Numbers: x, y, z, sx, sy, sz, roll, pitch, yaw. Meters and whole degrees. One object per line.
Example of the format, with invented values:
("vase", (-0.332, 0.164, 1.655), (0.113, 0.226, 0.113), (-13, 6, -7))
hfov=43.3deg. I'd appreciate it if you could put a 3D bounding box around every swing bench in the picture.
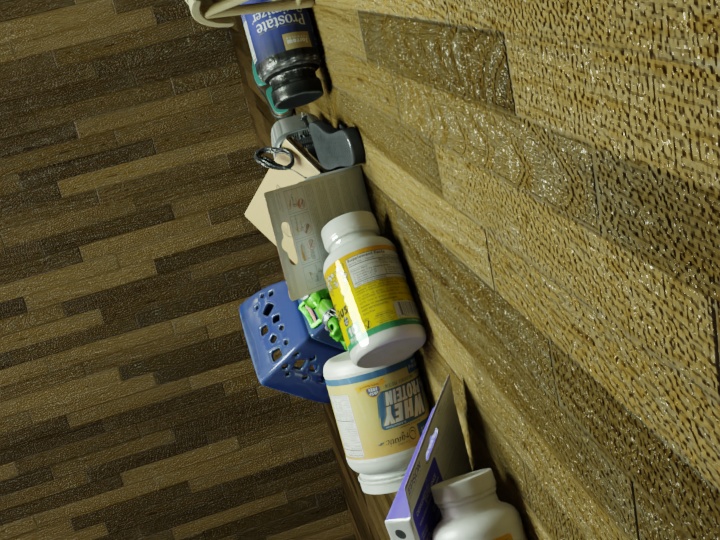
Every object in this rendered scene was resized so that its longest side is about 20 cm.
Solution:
("swing bench", (-0.185, -0.486, 1.346), (0.130, 0.197, 0.202), (131, 123, -80))

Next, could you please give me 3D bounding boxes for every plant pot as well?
("plant pot", (-0.099, 0.120, 1.802), (0.199, 0.180, 0.202), (23, -145, -43))

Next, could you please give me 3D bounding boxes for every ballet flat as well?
("ballet flat", (-0.200, -0.411, 2.060), (0.069, 0.067, 0.202), (72, 179, -65))

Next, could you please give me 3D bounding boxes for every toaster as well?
("toaster", (-0.100, -0.196, 1.621), (0.129, 0.112, 0.203), (-117, 12, -63))

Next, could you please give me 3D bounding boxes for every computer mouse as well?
("computer mouse", (-0.091, -0.144, 1.475), (0.199, 0.059, 0.034), (34, 161, 21))

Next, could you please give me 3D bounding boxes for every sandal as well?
("sandal", (-0.032, -0.196, 1.424), (0.200, 0.042, 0.077), (31, 138, 63))

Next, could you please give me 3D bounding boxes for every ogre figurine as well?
("ogre figurine", (-0.035, 0.069, 1.453), (0.120, 0.199, 0.099), (44, 118, 16))

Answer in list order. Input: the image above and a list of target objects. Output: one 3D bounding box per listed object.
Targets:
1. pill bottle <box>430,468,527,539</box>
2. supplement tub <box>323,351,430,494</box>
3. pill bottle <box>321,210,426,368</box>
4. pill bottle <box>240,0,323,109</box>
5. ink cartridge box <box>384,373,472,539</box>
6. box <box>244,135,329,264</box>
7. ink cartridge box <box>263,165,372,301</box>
("pill bottle", (0.140, 0.327, 0.996), (0.104, 0.103, 0.203), (117, 137, -78))
("supplement tub", (0.034, 0.218, 1.367), (0.145, 0.142, 0.203), (-179, 73, -81))
("pill bottle", (0.011, 0.024, 1.274), (0.113, 0.111, 0.203), (95, 158, -67))
("pill bottle", (-0.126, -0.371, 1.468), (0.112, 0.110, 0.203), (148, 106, -81))
("ink cartridge box", (0.086, 0.262, 1.082), (0.199, 0.043, 0.203), (-58, -41, -52))
("box", (-0.103, -0.107, 1.557), (0.163, 0.021, 0.201), (43, 134, 7))
("ink cartridge box", (-0.061, -0.058, 1.355), (0.057, 0.198, 0.165), (-6, 101, 51))
